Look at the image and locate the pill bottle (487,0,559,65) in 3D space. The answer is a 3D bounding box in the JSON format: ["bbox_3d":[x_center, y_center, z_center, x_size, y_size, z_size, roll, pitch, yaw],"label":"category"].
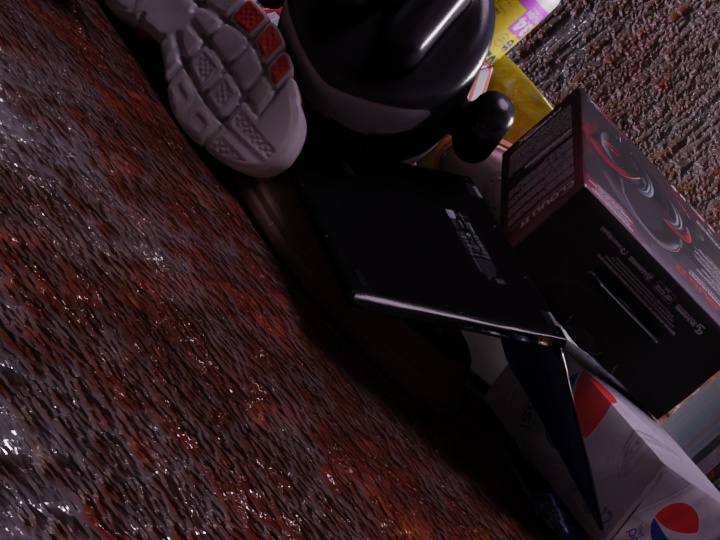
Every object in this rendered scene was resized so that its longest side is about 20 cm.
[{"bbox_3d":[0.038,-0.165,1.634,0.104,0.200,0.104,47,10,-11],"label":"pill bottle"}]

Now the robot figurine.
[{"bbox_3d":[0.012,-0.134,1.356,0.200,0.124,0.151,115,-37,-71],"label":"robot figurine"}]

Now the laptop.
[{"bbox_3d":[0.044,0.033,1.311,0.199,0.117,0.188,12,25,-22],"label":"laptop"}]

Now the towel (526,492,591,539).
[{"bbox_3d":[0.181,0.214,1.367,0.200,0.024,0.145,51,11,21],"label":"towel"}]

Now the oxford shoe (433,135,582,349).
[{"bbox_3d":[0.123,-0.012,1.563,0.200,0.071,0.073,46,19,-10],"label":"oxford shoe"}]

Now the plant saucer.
[{"bbox_3d":[0.000,0.000,1.355,0.200,0.029,0.200,47,11,-12],"label":"plant saucer"}]

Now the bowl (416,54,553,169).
[{"bbox_3d":[0.097,-0.065,1.734,0.201,0.107,0.200,54,-6,8],"label":"bowl"}]

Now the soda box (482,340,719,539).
[{"bbox_3d":[0.146,0.109,1.389,0.068,0.064,0.200,33,10,-27],"label":"soda box"}]

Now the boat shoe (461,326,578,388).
[{"bbox_3d":[0.113,0.059,1.527,0.200,0.072,0.068,38,-9,-20],"label":"boat shoe"}]

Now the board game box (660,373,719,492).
[{"bbox_3d":[0.238,0.137,1.410,0.064,0.147,0.200,44,12,-16],"label":"board game box"}]

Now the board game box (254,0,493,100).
[{"bbox_3d":[-0.030,-0.167,1.530,0.200,0.151,0.046,54,-32,28],"label":"board game box"}]

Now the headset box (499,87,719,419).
[{"bbox_3d":[0.161,-0.010,1.453,0.149,0.075,0.200,45,19,-13],"label":"headset box"}]

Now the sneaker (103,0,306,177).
[{"bbox_3d":[-0.077,-0.121,1.352,0.200,0.077,0.082,57,6,35],"label":"sneaker"}]
